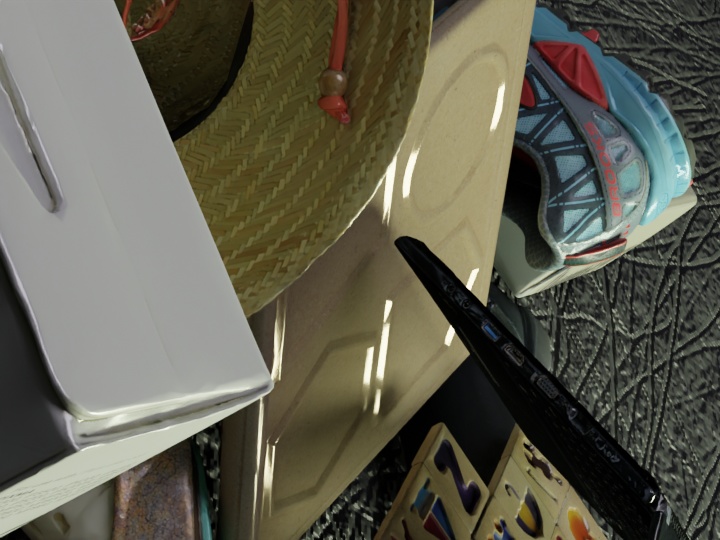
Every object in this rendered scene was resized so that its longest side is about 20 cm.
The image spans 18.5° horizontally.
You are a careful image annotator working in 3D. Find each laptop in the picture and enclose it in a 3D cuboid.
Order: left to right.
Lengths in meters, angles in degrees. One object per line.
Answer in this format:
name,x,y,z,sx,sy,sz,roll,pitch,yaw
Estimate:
laptop,0.063,0.117,0.725,0.200,0.103,0.177,47,-4,31

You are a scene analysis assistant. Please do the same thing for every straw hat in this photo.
straw hat,-0.072,-0.075,0.627,0.202,0.201,0.085,57,15,-8

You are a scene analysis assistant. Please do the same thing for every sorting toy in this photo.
sorting toy,0.000,0.000,0.747,0.036,0.186,0.200,23,44,18

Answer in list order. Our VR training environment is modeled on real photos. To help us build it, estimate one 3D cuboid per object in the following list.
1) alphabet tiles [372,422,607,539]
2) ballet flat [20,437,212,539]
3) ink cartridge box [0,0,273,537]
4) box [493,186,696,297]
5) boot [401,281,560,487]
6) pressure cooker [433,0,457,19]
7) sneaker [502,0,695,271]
alphabet tiles,0.065,0.136,0.785,0.168,0.008,0.200,56,24,-10
ballet flat,-0.083,0.049,0.715,0.067,0.068,0.201,1,83,-18
ink cartridge box,-0.138,0.008,0.533,0.083,0.200,0.147,-8,73,-59
box,0.099,-0.043,1.031,0.082,0.068,0.200,58,16,7
boot,-0.001,0.013,0.877,0.200,0.065,0.165,49,23,-28
pressure cooker,-0.041,-0.139,0.773,0.178,0.176,0.200,28,2,20
sneaker,0.034,-0.076,0.886,0.200,0.079,0.095,38,66,21
